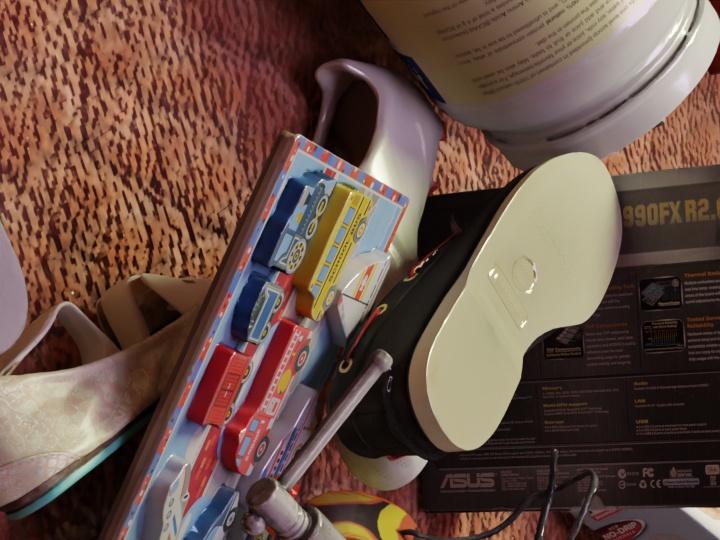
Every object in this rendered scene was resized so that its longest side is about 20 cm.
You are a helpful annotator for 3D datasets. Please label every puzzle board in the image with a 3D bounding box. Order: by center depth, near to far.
[{"bbox_3d":[-0.041,0.050,1.038,0.200,0.017,0.151,-66,160,0],"label":"puzzle board"}]

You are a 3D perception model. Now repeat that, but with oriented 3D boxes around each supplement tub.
[{"bbox_3d":[0.063,-0.157,1.186,0.200,0.145,0.145,51,45,-27],"label":"supplement tub"}]

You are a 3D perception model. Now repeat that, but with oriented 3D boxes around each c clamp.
[{"bbox_3d":[-0.001,0.157,0.985,0.171,0.027,0.200,-44,124,-15],"label":"c clamp"}]

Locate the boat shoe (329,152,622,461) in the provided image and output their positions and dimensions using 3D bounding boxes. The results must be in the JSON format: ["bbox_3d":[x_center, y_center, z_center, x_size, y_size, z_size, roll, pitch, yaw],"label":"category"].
[{"bbox_3d":[0.054,0.011,1.128,0.201,0.063,0.074,-49,119,-44],"label":"boat shoe"}]

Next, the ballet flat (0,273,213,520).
[{"bbox_3d":[-0.092,0.032,1.025,0.062,0.067,0.200,59,34,-2],"label":"ballet flat"}]

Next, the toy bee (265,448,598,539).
[{"bbox_3d":[-0.006,0.133,1.083,0.109,0.131,0.200,30,96,-13],"label":"toy bee"}]

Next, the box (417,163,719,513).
[{"bbox_3d":[0.117,0.035,1.224,0.048,0.200,0.159,1,84,-54],"label":"box"}]

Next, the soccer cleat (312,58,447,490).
[{"bbox_3d":[0.000,0.000,1.174,0.078,0.069,0.200,25,59,-48],"label":"soccer cleat"}]

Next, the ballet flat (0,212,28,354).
[{"bbox_3d":[-0.164,-0.062,0.942,0.067,0.046,0.200,-15,95,-26],"label":"ballet flat"}]

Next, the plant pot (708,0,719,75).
[{"bbox_3d":[0.297,-0.255,1.565,0.200,0.200,0.176,-36,105,-53],"label":"plant pot"}]

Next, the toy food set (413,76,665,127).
[{"bbox_3d":[0.094,-0.156,1.354,0.200,0.060,0.144,7,82,-50],"label":"toy food set"}]

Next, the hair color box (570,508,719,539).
[{"bbox_3d":[0.204,0.132,1.405,0.200,0.061,0.099,38,48,-18],"label":"hair color box"}]
